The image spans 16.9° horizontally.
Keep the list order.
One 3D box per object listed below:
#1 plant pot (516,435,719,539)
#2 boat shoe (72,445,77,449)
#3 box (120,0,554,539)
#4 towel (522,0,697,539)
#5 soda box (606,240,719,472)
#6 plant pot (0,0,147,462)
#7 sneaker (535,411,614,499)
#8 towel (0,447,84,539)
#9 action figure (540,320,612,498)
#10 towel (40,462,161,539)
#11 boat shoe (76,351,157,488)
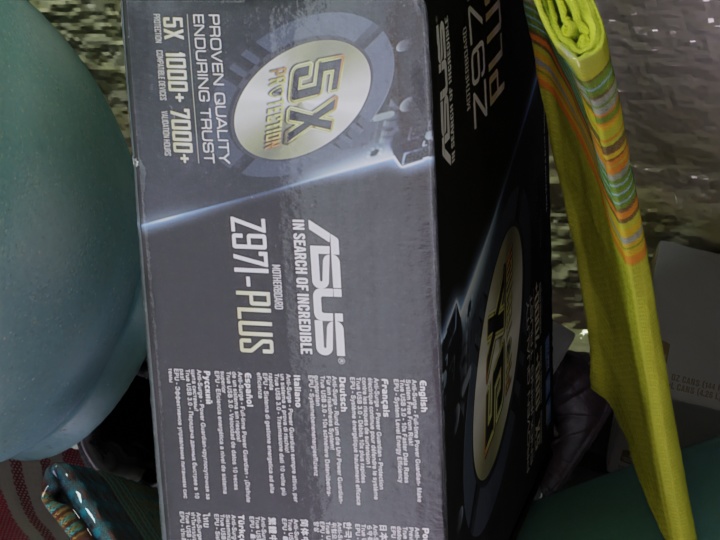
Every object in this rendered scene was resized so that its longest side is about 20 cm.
[{"bbox_3d":[0.152,0.138,0.790,0.160,0.201,0.201,-27,136,7],"label":"plant pot"},{"bbox_3d":[-0.122,0.122,1.068,0.199,0.071,0.072,13,140,50],"label":"boat shoe"},{"bbox_3d":[0.001,-0.007,0.712,0.085,0.164,0.202,2,109,15],"label":"box"},{"bbox_3d":[0.068,-0.010,0.692,0.018,0.086,0.201,-15,131,1],"label":"towel"},{"bbox_3d":[0.194,0.054,0.882,0.198,0.069,0.064,13,147,5],"label":"soda box"},{"bbox_3d":[-0.151,-0.008,0.844,0.199,0.202,0.134,-18,150,41],"label":"plant pot"},{"bbox_3d":[0.092,0.100,0.998,0.199,0.076,0.115,1,155,45],"label":"sneaker"},{"bbox_3d":[-0.136,0.106,0.894,0.199,0.146,0.030,9,117,-42],"label":"towel"},{"bbox_3d":[0.000,0.000,0.866,0.199,0.070,0.130,36,163,-1],"label":"action figure"},{"bbox_3d":[-0.037,0.138,0.863,0.022,0.147,0.200,-39,161,7],"label":"towel"},{"bbox_3d":[-0.080,0.053,0.918,0.072,0.068,0.200,57,155,-7],"label":"boat shoe"}]
